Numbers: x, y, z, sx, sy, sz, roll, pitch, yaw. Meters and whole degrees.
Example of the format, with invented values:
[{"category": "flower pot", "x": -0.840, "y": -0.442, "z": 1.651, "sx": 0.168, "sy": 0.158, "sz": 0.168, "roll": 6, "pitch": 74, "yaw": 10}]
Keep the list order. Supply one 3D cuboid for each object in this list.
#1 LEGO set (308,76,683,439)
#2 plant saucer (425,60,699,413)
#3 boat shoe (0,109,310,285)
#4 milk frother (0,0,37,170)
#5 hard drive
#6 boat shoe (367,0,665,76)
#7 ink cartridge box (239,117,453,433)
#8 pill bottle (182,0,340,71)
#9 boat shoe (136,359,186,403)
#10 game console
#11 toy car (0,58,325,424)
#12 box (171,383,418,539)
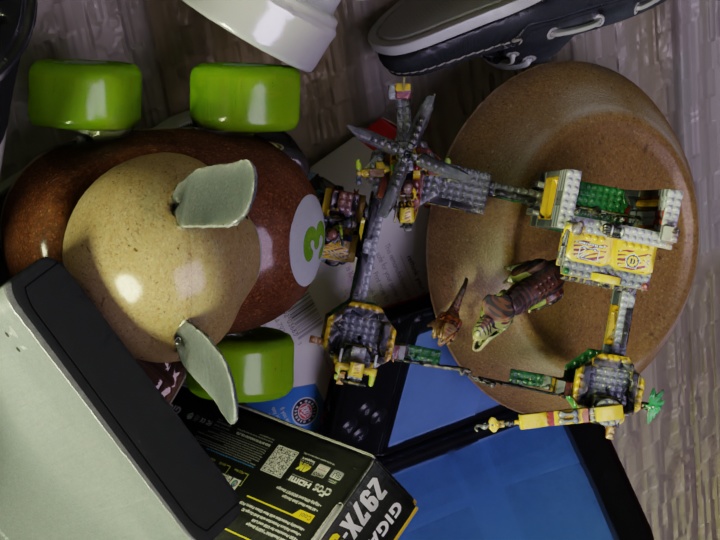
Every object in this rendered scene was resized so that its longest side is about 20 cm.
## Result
[{"category": "LEGO set", "x": 0.071, "y": 0.005, "z": 0.961, "sx": 0.199, "sy": 0.116, "sz": 0.154, "roll": 19, "pitch": 91, "yaw": -3}, {"category": "plant saucer", "x": 0.125, "y": -0.015, "z": 1.075, "sx": 0.200, "sy": 0.035, "sz": 0.201, "roll": -5, "pitch": 99, "yaw": -36}, {"category": "boat shoe", "x": -0.122, "y": -0.027, "z": 0.998, "sx": 0.201, "sy": 0.061, "sz": 0.072, "roll": -28, "pitch": 128, "yaw": -18}, {"category": "milk frother", "x": -0.211, "y": -0.110, "z": 0.855, "sx": 0.200, "sy": 0.180, "sz": 0.188, "roll": -55, "pitch": 176, "yaw": -33}, {"category": "hard drive", "x": -0.146, "y": 0.078, "z": 0.900, "sx": 0.033, "sy": 0.200, "sz": 0.140, "roll": -41, "pitch": 98, "yaw": -31}, {"category": "boat shoe", "x": 0.096, "y": -0.143, "z": 1.070, "sx": 0.200, "sy": 0.076, "sz": 0.060, "roll": -26, "pitch": 121, "yaw": -19}, {"category": "ink cartridge box", "x": 0.000, "y": 0.000, "z": 1.088, "sx": 0.200, "sy": 0.067, "sz": 0.116, "roll": -35, "pitch": 131, "yaw": -13}, {"category": "pill bottle", "x": -0.009, "y": -0.203, "z": 0.941, "sx": 0.113, "sy": 0.113, "sz": 0.200, "roll": 25, "pitch": 100, "yaw": -40}, {"category": "boat shoe", "x": -0.165, "y": 0.082, "z": 1.028, "sx": 0.202, "sy": 0.075, "sz": 0.075, "roll": -44, "pitch": 96, "yaw": 3}, {"category": "game console", "x": 0.085, "y": 0.098, "z": 1.094, "sx": 0.200, "sy": 0.119, "sz": 0.173, "roll": -17, "pitch": 137, "yaw": -34}, {"category": "toy car", "x": -0.073, "y": -0.008, "z": 0.880, "sx": 0.157, "sy": 0.200, "sz": 0.165, "roll": -1, "pitch": 99, "yaw": -19}, {"category": "box", "x": -0.089, "y": 0.146, "z": 1.003, "sx": 0.160, "sy": 0.200, "sz": 0.049, "roll": -56, "pitch": 130, "yaw": -18}]
